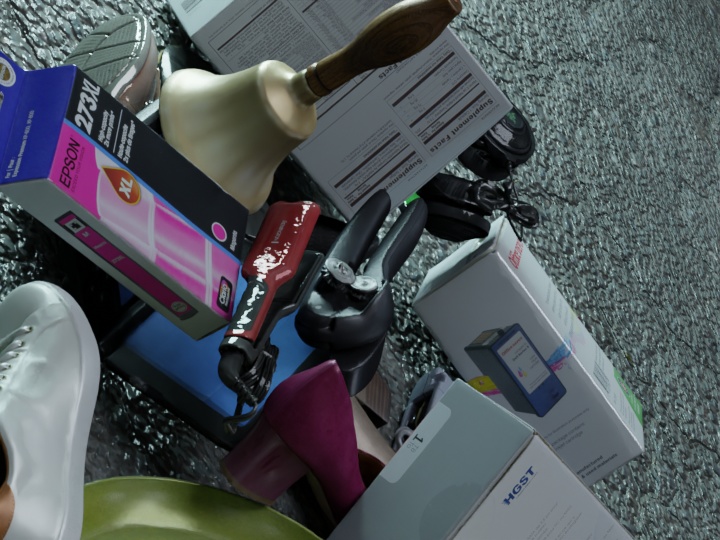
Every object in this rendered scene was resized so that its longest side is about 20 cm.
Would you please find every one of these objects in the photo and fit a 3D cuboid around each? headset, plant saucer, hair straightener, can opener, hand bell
[{"bbox_3d":[0.077,-0.080,1.721,0.094,0.124,0.200,21,14,-34],"label":"headset"},{"bbox_3d":[-0.087,0.183,1.255,0.199,0.031,0.200,18,23,-8],"label":"plant saucer"},{"bbox_3d":[-0.053,0.038,1.352,0.200,0.041,0.077,-78,165,-57],"label":"hair straightener"},{"bbox_3d":[0.000,0.000,1.490,0.063,0.079,0.200,17,35,2],"label":"can opener"},{"bbox_3d":[-0.019,-0.121,1.402,0.104,0.199,0.105,36,40,-38],"label":"hand bell"}]

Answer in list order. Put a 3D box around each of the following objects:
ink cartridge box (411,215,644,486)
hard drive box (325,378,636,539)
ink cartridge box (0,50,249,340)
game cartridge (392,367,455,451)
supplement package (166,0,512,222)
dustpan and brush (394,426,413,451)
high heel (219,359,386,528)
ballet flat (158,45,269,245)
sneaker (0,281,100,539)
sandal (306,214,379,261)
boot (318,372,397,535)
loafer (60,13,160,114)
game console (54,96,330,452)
[{"bbox_3d":[0.136,0.069,1.788,0.200,0.087,0.145,55,12,-6],"label":"ink cartridge box"},{"bbox_3d":[0.081,0.188,1.405,0.077,0.156,0.200,34,-10,43],"label":"hard drive box"},{"bbox_3d":[-0.148,-0.051,1.320,0.200,0.037,0.095,38,40,-31],"label":"ink cartridge box"},{"bbox_3d":[0.073,0.171,1.660,0.133,0.040,0.200,49,27,-13],"label":"game cartridge"},{"bbox_3d":[-0.018,-0.163,1.668,0.200,0.151,0.152,49,3,-21],"label":"supplement package"},{"bbox_3d":[0.078,0.196,1.532,0.201,0.139,0.057,61,10,22],"label":"dustpan and brush"},{"bbox_3d":[0.002,0.112,1.381,0.068,0.096,0.200,52,15,26],"label":"high heel"},{"bbox_3d":[-0.112,-0.080,1.594,0.066,0.057,0.201,4,50,-33],"label":"ballet flat"},{"bbox_3d":[-0.194,0.072,1.226,0.085,0.073,0.201,34,32,-35],"label":"sneaker"},{"bbox_3d":[-0.034,-0.002,1.620,0.075,0.045,0.200,17,17,4],"label":"sandal"},{"bbox_3d":[-0.040,0.101,1.502,0.146,0.070,0.201,35,32,-30],"label":"boot"},{"bbox_3d":[-0.170,-0.088,1.468,0.200,0.072,0.063,-77,146,-48],"label":"loafer"},{"bbox_3d":[-0.093,-0.008,1.416,0.200,0.116,0.177,-48,137,-58],"label":"game console"}]
